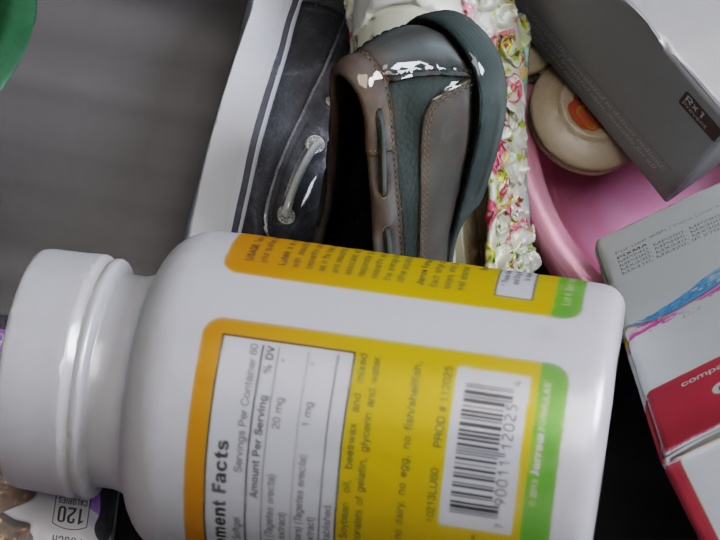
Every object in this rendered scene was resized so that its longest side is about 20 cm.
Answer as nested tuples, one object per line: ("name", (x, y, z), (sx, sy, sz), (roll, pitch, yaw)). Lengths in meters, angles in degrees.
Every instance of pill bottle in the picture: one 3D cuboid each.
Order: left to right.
("pill bottle", (-0.016, 0.047, 0.778), (0.198, 0.111, 0.112), (8, 68, 7))

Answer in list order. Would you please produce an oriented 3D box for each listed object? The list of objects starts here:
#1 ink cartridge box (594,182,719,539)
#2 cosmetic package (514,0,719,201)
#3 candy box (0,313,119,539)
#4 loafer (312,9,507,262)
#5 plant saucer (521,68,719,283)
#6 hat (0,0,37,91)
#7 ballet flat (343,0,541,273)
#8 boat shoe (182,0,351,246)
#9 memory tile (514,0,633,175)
("ink cartridge box", (0.156, 0.065, 0.812), (0.082, 0.200, 0.146), (-26, 109, 9))
("cosmetic package", (0.168, -0.130, 0.911), (0.199, 0.090, 0.107), (-34, 79, -18))
("candy box", (-0.175, 0.114, 0.828), (0.167, 0.072, 0.201), (9, 68, -8))
("loafer", (0.000, 0.000, 0.849), (0.063, 0.201, 0.072), (-16, 38, -38))
("plant saucer", (0.153, -0.045, 0.966), (0.199, 0.051, 0.202), (4, 70, -10))
("hat", (-0.156, 0.017, 0.811), (0.200, 0.165, 0.177), (-45, 125, -20))
("ballet flat", (0.030, -0.058, 0.894), (0.075, 0.064, 0.201), (-8, 99, 26))
("boat shoe", (-0.033, -0.019, 0.912), (0.067, 0.072, 0.201), (15, 61, -4))
("memory tile", (0.111, -0.144, 0.958), (0.200, 0.017, 0.153), (-39, 81, -21))
